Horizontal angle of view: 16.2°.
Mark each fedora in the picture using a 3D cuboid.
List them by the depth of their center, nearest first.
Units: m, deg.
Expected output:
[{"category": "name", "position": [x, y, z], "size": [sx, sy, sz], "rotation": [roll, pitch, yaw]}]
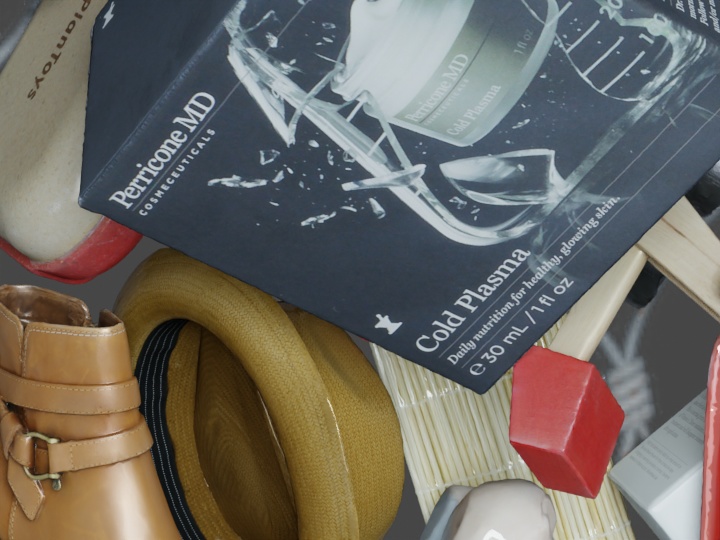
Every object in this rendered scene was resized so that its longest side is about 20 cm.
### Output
[{"category": "fedora", "position": [-0.038, 0.080, 1.139], "size": [0.082, 0.200, 0.202], "rotation": [-20, 93, -37]}]

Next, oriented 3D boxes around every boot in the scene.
[{"category": "boot", "position": [-0.107, 0.098, 1.108], "size": [0.199, 0.074, 0.156], "rotation": [17, 108, 36]}]

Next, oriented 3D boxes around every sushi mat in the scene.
[{"category": "sushi mat", "position": [0.059, 0.052, 1.194], "size": [0.095, 0.012, 0.201], "rotation": [-17, 93, -1]}]

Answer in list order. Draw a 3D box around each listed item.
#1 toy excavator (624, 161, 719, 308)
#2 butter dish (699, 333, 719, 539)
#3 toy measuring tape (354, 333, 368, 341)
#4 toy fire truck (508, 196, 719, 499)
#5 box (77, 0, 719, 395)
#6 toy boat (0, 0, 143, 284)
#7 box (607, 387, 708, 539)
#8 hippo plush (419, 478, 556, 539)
[{"category": "toy excavator", "position": [0.146, -0.115, 1.156], "size": [0.100, 0.200, 0.195], "rotation": [30, 132, -4]}, {"category": "butter dish", "position": [0.249, 0.122, 1.037], "size": [0.199, 0.148, 0.201], "rotation": [1, 97, -6]}, {"category": "toy measuring tape", "position": [0.000, 0.000, 1.097], "size": [0.073, 0.200, 0.074], "rotation": [-1, 88, 33]}, {"category": "toy fire truck", "position": [0.150, -0.001, 1.040], "size": [0.140, 0.049, 0.201], "rotation": [6, 64, 28]}, {"category": "box", "position": [0.024, -0.085, 0.983], "size": [0.196, 0.124, 0.200], "rotation": [26, 127, -22]}, {"category": "toy boat", "position": [-0.080, -0.078, 1.146], "size": [0.130, 0.130, 0.201], "rotation": [30, 91, -33]}, {"category": "box", "position": [0.233, 0.083, 1.155], "size": [0.200, 0.097, 0.125], "rotation": [-39, 98, 0]}, {"category": "hippo plush", "position": [0.078, 0.207, 1.121], "size": [0.160, 0.159, 0.201], "rotation": [28, 97, -6]}]
